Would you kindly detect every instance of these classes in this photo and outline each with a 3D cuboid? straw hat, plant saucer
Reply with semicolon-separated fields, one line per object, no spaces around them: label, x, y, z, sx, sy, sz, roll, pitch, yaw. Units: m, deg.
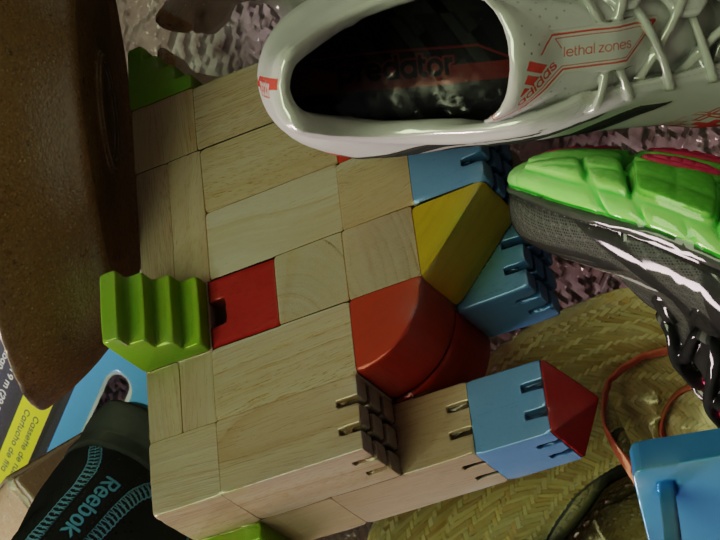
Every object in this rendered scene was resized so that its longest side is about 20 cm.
straw hat;0.101;0.111;0.764;0.201;0.085;0.201;-2;79;11
plant saucer;-0.103;-0.053;0.791;0.035;0.200;0.201;-6;92;1

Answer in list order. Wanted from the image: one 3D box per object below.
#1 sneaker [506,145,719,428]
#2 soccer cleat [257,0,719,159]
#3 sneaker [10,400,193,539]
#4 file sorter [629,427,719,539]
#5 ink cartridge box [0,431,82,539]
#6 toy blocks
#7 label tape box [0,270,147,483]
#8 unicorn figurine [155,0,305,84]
sneaker;0.120;0.028;0.655;0.200;0.077;0.084;33;110;19
soccer cleat;0.067;-0.068;0.656;0.200;0.085;0.069;-9;98;7
sneaker;-0.103;0.134;0.803;0.073;0.082;0.200;26;134;17
file sorter;0.181;0.116;0.575;0.200;0.123;0.139;-10;122;10
ink cartridge box;-0.094;0.186;0.926;0.200;0.075;0.165;48;124;6
toy blocks;0.000;0.000;0.738;0.137;0.100;0.200;-20;58;22
label tape box;-0.149;0.014;0.986;0.200;0.066;0.143;35;118;18
unicorn figurine;-0.009;-0.056;0.844;0.074;0.137;0.200;-94;10;-46
